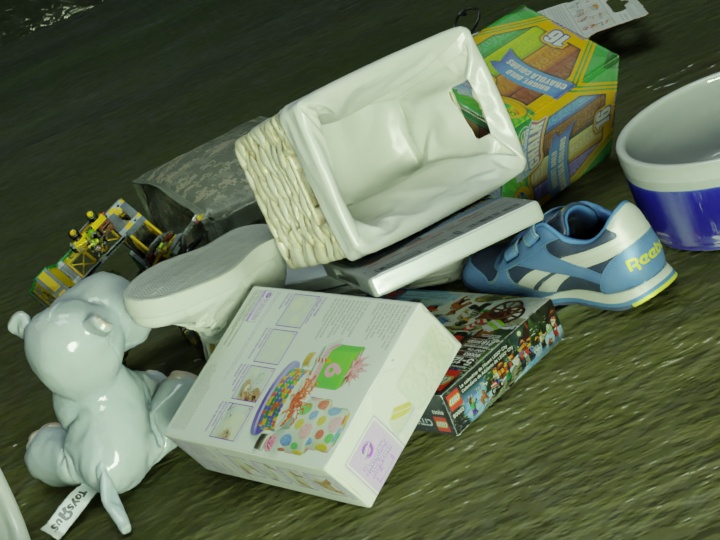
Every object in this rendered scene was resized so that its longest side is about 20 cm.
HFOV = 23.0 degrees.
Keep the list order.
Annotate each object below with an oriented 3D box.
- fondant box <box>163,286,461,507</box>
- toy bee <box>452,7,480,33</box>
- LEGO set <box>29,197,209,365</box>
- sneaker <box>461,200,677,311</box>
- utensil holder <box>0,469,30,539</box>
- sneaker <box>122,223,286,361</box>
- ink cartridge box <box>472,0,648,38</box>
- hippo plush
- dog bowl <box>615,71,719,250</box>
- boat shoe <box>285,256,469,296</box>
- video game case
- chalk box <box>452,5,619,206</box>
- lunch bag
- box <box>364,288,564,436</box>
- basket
[{"bbox_3d":[-0.039,0.090,1.324,0.200,0.058,0.145,4,57,50],"label":"fondant box"},{"bbox_3d":[0.084,-0.176,1.873,0.200,0.109,0.131,-19,49,46],"label":"toy bee"},{"bbox_3d":[-0.190,0.035,1.557,0.116,0.200,0.154,38,70,20],"label":"LEGO set"},{"bbox_3d":[0.159,-0.017,1.415,0.200,0.082,0.074,-4,30,44],"label":"sneaker"},{"bbox_3d":[-0.369,0.197,1.317,0.200,0.170,0.170,-26,21,-4],"label":"utensil holder"},{"bbox_3d":[-0.116,0.041,1.435,0.073,0.116,0.200,8,20,30],"label":"sneaker"},{"bbox_3d":[0.217,-0.253,1.970,0.199,0.050,0.161,-17,21,4],"label":"ink cartridge box"},{"bbox_3d":[-0.229,0.093,1.427,0.159,0.161,0.200,-8,25,32],"label":"hippo plush"},{"bbox_3d":[0.317,-0.098,1.453,0.200,0.079,0.200,-20,22,8],"label":"dog bowl"},{"bbox_3d":[0.000,0.000,1.556,0.199,0.065,0.074,-6,46,23],"label":"boat shoe"},{"bbox_3d":[0.052,-0.024,1.406,0.143,0.018,0.200,-25,9,-8],"label":"video game case"},{"bbox_3d":[0.123,-0.129,1.605,0.200,0.124,0.124,-35,52,-30],"label":"chalk box"},{"bbox_3d":[-0.112,-0.072,1.766,0.164,0.118,0.200,-29,17,-18],"label":"lunch bag"},{"bbox_3d":[0.043,0.067,1.390,0.200,0.038,0.137,3,33,48],"label":"box"},{"bbox_3d":[0.012,-0.097,1.447,0.200,0.136,0.123,-28,7,-36],"label":"basket"}]
